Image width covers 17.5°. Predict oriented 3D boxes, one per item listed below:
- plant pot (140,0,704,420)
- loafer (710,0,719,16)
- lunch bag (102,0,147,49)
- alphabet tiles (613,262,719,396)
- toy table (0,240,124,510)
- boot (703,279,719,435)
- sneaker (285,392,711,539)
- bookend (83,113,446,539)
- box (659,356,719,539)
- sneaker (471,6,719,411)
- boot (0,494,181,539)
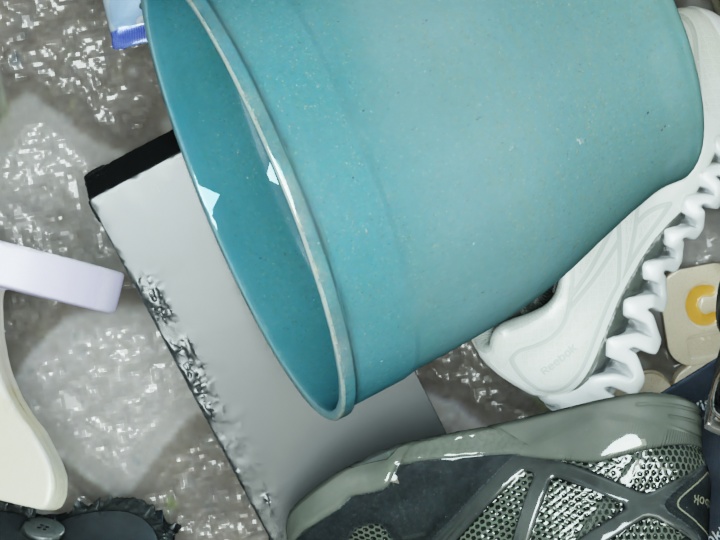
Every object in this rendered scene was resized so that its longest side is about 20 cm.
[{"bbox_3d":[0.032,-0.067,0.980,0.187,0.200,0.201,-24,98,-12],"label":"plant pot"},{"bbox_3d":[0.198,-0.173,1.119,0.075,0.068,0.201,-20,99,0],"label":"loafer"},{"bbox_3d":[-0.027,-0.202,1.081,0.199,0.124,0.171,-12,99,9],"label":"lunch bag"},{"bbox_3d":[0.220,0.086,1.181,0.199,0.015,0.197,-10,98,-1],"label":"alphabet tiles"},{"bbox_3d":[-0.214,0.035,1.087,0.199,0.184,0.118,11,86,29],"label":"toy table"},{"bbox_3d":[0.206,-0.041,1.011,0.069,0.174,0.201,21,126,-3],"label":"boot"},{"bbox_3d":[0.060,0.129,1.030,0.198,0.076,0.115,-13,69,17],"label":"sneaker"},{"bbox_3d":[0.000,0.000,1.123,0.199,0.092,0.199,-29,102,-3],"label":"bookend"},{"bbox_3d":[0.234,0.124,1.081,0.199,0.124,0.197,-31,70,2],"label":"box"},{"bbox_3d":[0.114,-0.033,1.072,0.081,0.075,0.201,24,83,-24],"label":"sneaker"},{"bbox_3d":[-0.169,0.155,1.085,0.167,0.200,0.077,5,106,0],"label":"boot"}]
